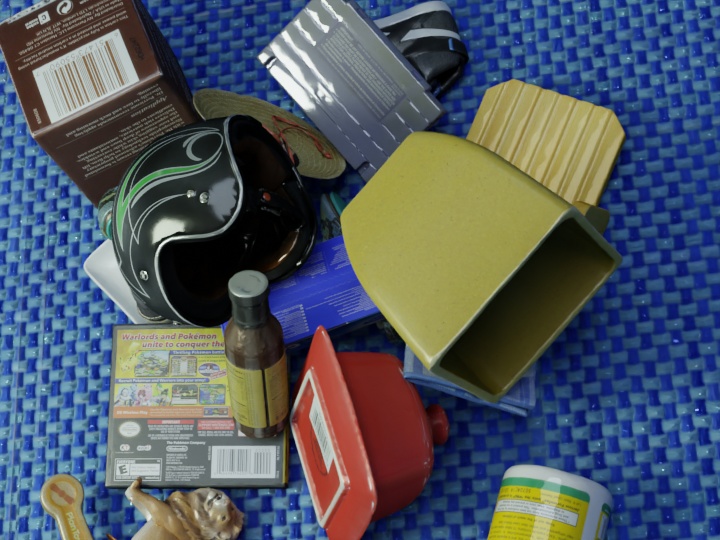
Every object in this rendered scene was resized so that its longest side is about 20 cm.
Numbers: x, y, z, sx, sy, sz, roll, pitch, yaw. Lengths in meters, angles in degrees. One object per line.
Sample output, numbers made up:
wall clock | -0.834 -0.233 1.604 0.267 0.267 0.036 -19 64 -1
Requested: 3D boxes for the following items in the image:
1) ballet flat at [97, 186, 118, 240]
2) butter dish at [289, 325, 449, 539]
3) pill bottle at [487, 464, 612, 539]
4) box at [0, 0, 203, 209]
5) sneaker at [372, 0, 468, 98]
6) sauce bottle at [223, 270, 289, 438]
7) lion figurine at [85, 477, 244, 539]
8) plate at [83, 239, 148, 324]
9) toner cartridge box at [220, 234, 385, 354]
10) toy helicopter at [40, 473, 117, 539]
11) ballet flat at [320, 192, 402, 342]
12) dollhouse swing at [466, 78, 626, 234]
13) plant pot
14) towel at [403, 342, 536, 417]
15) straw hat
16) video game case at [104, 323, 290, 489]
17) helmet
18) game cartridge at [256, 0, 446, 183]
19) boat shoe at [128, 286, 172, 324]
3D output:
ballet flat | -0.196 -0.067 1.641 0.200 0.074 0.074 4 64 -26
butter dish | 0.020 0.170 1.519 0.147 0.200 0.200 -10 64 -17
pill bottle | 0.173 0.302 1.448 0.113 0.113 0.200 10 71 17
box | -0.294 -0.208 1.712 0.166 0.200 0.164 -26 65 1
sneaker | 0.028 -0.233 1.718 0.200 0.073 0.112 -23 64 2
sauce bottle | -0.107 0.085 1.509 0.065 0.200 0.065 0 42 0
lion figurine | -0.219 0.294 1.534 0.122 0.072 0.200 41 63 -2
plate | -0.188 -0.007 1.699 0.200 0.032 0.200 -44 66 -6
toner cartridge box | -0.054 0.028 1.574 0.200 0.043 0.095 -20 75 14
toy helicopter | -0.283 0.308 1.565 0.132 0.079 0.200 -17 76 -19
ballet flat | 0.000 0.000 1.629 0.074 0.074 0.200 -37 62 -4
dollhouse swing | 0.173 -0.118 1.595 0.200 0.182 0.176 21 96 20
plant pot | 0.097 -0.020 1.424 0.200 0.194 0.196 43 95 27
towel | 0.121 0.053 1.545 0.147 0.024 0.200 17 47 -8
straw hat | -0.117 -0.122 1.677 0.201 0.201 0.085 40 114 23
video game case | -0.176 0.148 1.613 0.199 0.026 0.181 -1 76 6
helmet | -0.162 -0.048 1.514 0.190 0.200 0.200 -31 63 21
game cartridge | -0.009 -0.215 1.688 0.130 0.038 0.200 -42 85 14
boat shoe | -0.232 -0.039 1.670 0.072 0.063 0.200 -9 66 12
